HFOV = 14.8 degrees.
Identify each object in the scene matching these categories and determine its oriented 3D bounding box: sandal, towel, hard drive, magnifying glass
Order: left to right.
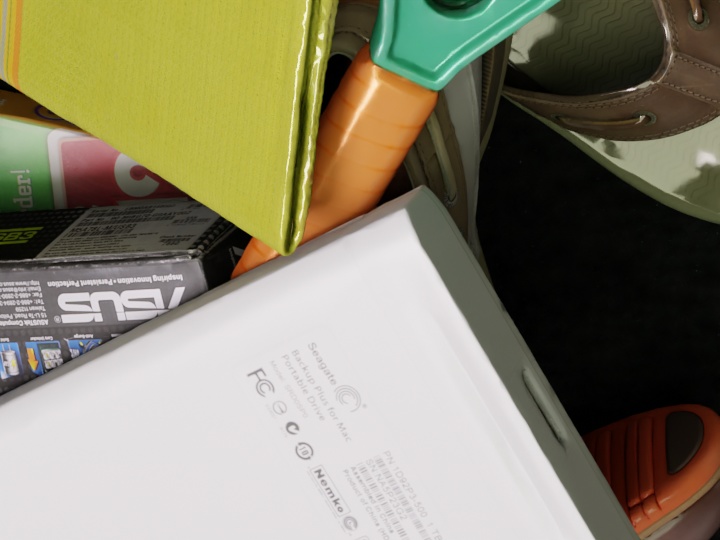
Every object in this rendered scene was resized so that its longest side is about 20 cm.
[{"bbox_3d":[-0.072,-0.080,0.767,0.018,0.200,0.087,-13,121,-37],"label":"towel"},{"bbox_3d":[-0.032,0.075,0.758,0.199,0.026,0.132,-26,101,28],"label":"hard drive"},{"bbox_3d":[0.021,-0.069,0.709,0.079,0.022,0.201,23,119,-16],"label":"magnifying glass"},{"bbox_3d":[0.068,-0.069,0.805,0.200,0.057,0.080,28,111,-5],"label":"sandal"}]

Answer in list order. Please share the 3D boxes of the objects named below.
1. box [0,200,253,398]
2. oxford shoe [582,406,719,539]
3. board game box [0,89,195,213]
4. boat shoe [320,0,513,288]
[{"bbox_3d":[-0.105,0.080,0.833,0.199,0.048,0.194,-3,113,26],"label":"box"},{"bbox_3d":[0.056,0.120,0.867,0.072,0.071,0.200,38,119,-14],"label":"oxford shoe"},{"bbox_3d":[-0.131,-0.012,0.865,0.199,0.030,0.096,13,111,4],"label":"board game box"},{"bbox_3d":[0.000,0.000,0.812,0.074,0.068,0.201,15,126,22],"label":"boat shoe"}]
